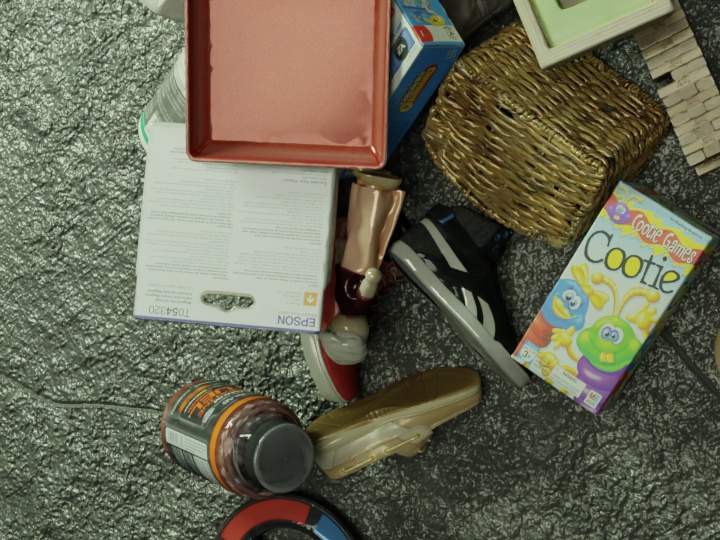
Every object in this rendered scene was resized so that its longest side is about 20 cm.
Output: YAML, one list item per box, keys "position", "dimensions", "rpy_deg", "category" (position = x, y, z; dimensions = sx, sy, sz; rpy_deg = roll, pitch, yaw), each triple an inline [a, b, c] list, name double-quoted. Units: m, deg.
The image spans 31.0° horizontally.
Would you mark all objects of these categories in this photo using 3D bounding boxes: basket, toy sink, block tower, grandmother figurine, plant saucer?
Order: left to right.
- position: [-0.068, -0.202, 1.246]
  dimensions: [0.198, 0.037, 0.202]
  rpy_deg: [3, 103, 8]
  category: "plant saucer"
- position: [0.000, 0.000, 1.310]
  dimensions: [0.060, 0.121, 0.201]
  rpy_deg: [9, 103, -8]
  category: "grandmother figurine"
- position: [0.183, -0.134, 1.309]
  dimensions: [0.200, 0.149, 0.143]
  rpy_deg: [38, 138, 16]
  category: "basket"
- position: [0.190, -0.302, 1.193]
  dimensions: [0.130, 0.112, 0.201]
  rpy_deg: [-21, 92, 14]
  category: "toy sink"
- position: [0.310, -0.194, 1.258]
  dimensions: [0.054, 0.058, 0.201]
  rpy_deg: [-25, 84, 21]
  category: "block tower"

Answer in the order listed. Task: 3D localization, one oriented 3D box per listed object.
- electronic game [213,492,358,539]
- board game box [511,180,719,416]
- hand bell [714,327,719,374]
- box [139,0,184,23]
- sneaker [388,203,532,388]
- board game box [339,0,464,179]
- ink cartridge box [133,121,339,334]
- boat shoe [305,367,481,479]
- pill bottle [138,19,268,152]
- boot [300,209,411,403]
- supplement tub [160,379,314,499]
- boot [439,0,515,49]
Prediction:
- position: [-0.081, 0.347, 1.443]
  dimensions: [0.199, 0.042, 0.202]
  rpy_deg: [1, 93, 22]
  category: "electronic game"
- position: [0.251, 0.025, 1.263]
  dimensions: [0.103, 0.105, 0.201]
  rpy_deg: [34, 105, 17]
  category: "board game box"
- position: [0.360, 0.082, 1.170]
  dimensions: [0.103, 0.200, 0.105]
  rpy_deg: [1, 92, 22]
  category: "hand bell"
- position: [-0.193, -0.378, 1.378]
  dimensions: [0.199, 0.200, 0.172]
  rpy_deg: [39, 103, 15]
  category: "box"
- position: [0.133, 0.015, 1.330]
  dimensions: [0.112, 0.073, 0.200]
  rpy_deg: [-43, 95, -8]
  category: "sneaker"
- position: [-0.003, -0.232, 1.314]
  dimensions: [0.200, 0.056, 0.197]
  rpy_deg: [-53, 56, 45]
  category: "board game box"
- position: [-0.123, -0.043, 1.303]
  dimensions: [0.195, 0.043, 0.202]
  rpy_deg: [5, 89, 7]
  category: "ink cartridge box"
- position: [0.041, 0.164, 1.376]
  dimensions: [0.199, 0.074, 0.070]
  rpy_deg: [-21, 111, 10]
  category: "boat shoe"
- position: [-0.142, -0.194, 1.360]
  dimensions: [0.113, 0.113, 0.200]
  rpy_deg: [52, 128, 12]
  category: "pill bottle"
- position: [0.011, 0.037, 1.382]
  dimensions: [0.143, 0.072, 0.202]
  rpy_deg: [-9, 85, 21]
  category: "boot"
- position: [-0.127, 0.180, 1.376]
  dimensions: [0.200, 0.106, 0.108]
  rpy_deg: [7, 96, 57]
  category: "supplement tub"
- position: [0.083, -0.309, 1.341]
  dimensions: [0.174, 0.069, 0.201]
  rpy_deg: [-34, 67, 31]
  category: "boot"
